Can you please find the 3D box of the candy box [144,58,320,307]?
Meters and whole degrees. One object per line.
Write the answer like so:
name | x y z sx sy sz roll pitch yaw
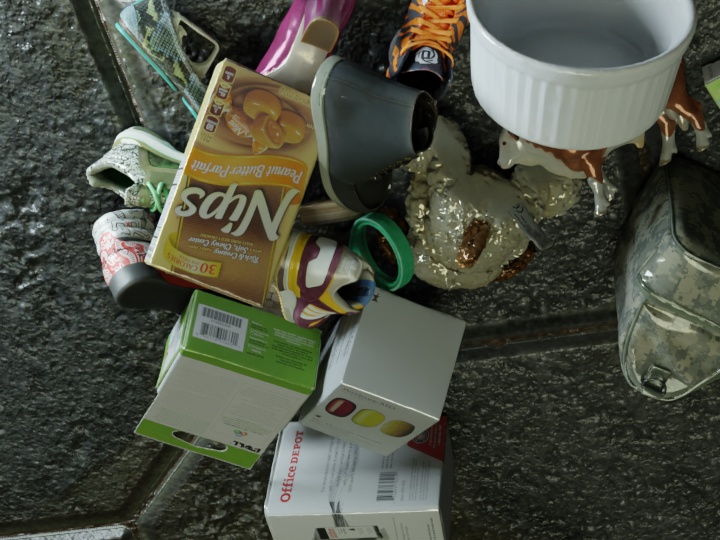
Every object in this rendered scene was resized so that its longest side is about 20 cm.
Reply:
candy box | -0.112 -0.080 1.370 0.114 0.055 0.202 21 87 -13

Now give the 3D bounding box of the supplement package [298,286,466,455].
supplement package | 0.019 0.109 1.539 0.113 0.111 0.200 20 159 -7

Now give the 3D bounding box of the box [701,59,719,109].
box | 0.434 -0.146 1.394 0.143 0.037 0.200 -28 117 25

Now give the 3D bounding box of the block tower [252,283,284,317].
block tower | -0.101 0.072 1.618 0.057 0.054 0.201 15 127 -5

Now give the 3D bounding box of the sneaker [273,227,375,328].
sneaker | -0.028 0.021 1.460 0.089 0.076 0.200 18 169 11

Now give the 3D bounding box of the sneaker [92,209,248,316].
sneaker | -0.202 -0.005 1.566 0.067 0.109 0.201 -39 150 22

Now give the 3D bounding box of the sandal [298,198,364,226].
sandal | -0.100 -0.077 1.508 0.209 0.078 0.071 -6 97 16

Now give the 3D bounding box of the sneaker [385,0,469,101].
sneaker | 0.075 -0.225 1.335 0.077 0.113 0.201 15 127 -4

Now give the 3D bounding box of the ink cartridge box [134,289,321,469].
ink cartridge box | -0.146 0.122 1.575 0.146 0.076 0.200 19 142 -15

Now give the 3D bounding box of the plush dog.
plush dog | 0.106 -0.038 1.466 0.198 0.162 0.172 15 151 -4

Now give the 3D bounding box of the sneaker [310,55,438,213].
sneaker | 0.021 -0.106 1.359 0.105 0.075 0.201 21 155 23

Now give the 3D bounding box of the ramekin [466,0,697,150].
ramekin | 0.188 -0.197 1.293 0.198 0.202 0.098 5 135 4

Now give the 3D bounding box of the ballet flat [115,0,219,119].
ballet flat | -0.154 -0.185 1.430 0.074 0.075 0.200 -23 124 23

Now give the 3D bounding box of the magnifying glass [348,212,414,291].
magnifying glass | 0.000 0.000 1.513 0.080 0.022 0.200 58 153 5

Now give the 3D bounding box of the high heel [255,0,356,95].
high heel | -0.058 -0.221 1.409 0.067 0.097 0.200 18 148 -10

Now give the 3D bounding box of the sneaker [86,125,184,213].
sneaker | -0.190 -0.075 1.450 0.198 0.088 0.078 21 129 31

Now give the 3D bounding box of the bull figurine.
bull figurine | 0.228 -0.129 1.380 0.199 0.065 0.122 -31 98 4

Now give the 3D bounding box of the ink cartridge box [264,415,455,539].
ink cartridge box | 0.003 0.247 1.677 0.197 0.148 0.084 -3 129 11

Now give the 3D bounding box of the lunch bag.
lunch bag | 0.313 0.011 1.430 0.138 0.201 0.169 26 123 -9
